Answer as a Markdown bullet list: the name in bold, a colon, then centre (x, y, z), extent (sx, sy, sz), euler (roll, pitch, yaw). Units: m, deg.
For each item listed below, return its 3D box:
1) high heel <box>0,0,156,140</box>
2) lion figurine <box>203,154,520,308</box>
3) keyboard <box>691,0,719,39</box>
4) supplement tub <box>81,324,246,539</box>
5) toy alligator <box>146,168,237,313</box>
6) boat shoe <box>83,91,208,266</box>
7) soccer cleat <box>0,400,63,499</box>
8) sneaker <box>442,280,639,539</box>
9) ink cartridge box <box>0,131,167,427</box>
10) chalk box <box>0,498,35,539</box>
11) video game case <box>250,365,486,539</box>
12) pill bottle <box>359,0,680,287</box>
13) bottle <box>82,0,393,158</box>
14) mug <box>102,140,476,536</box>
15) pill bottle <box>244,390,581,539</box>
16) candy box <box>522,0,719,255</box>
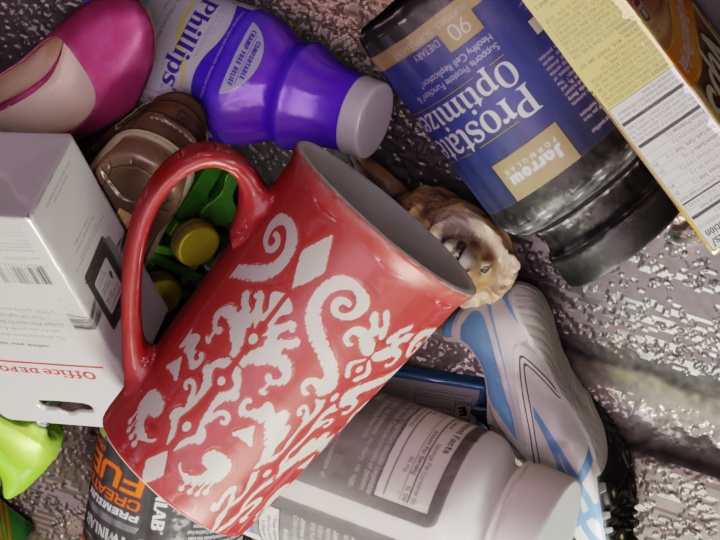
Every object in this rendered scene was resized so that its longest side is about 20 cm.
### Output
- **high heel**: centre (-0.197, -0.098, 1.502), extent (0.200, 0.096, 0.068), euler (-28, 91, 49)
- **lion figurine**: centre (0.000, 0.000, 1.585), extent (0.123, 0.073, 0.200), euler (48, 130, -11)
- **keyboard**: centre (0.254, -0.109, 1.533), extent (0.127, 0.021, 0.200), euler (-36, 99, 24)
- **supplement tub**: centre (-0.121, 0.144, 1.629), extent (0.106, 0.107, 0.201), euler (12, 108, 6)
- **toy alligator**: centre (-0.102, -0.033, 1.605), extent (0.054, 0.059, 0.200), euler (24, 108, -45)
- **boat shoe**: centre (-0.144, -0.045, 1.548), extent (0.075, 0.075, 0.202), euler (34, 146, -15)
- **soccer cleat**: centre (-0.288, 0.076, 1.662), extent (0.200, 0.068, 0.081), euler (34, 115, -3)
- **sneaker**: centre (0.117, 0.102, 1.597), extent (0.072, 0.072, 0.201), euler (-21, 101, 27)
- **ink cartridge box**: centre (-0.194, 0.007, 1.519), extent (0.115, 0.067, 0.200), euler (3, 142, 24)
- **chalk box**: centre (-0.313, 0.207, 1.633), extent (0.124, 0.200, 0.125), euler (39, 109, -3)
- **video game case**: centre (0.002, 0.155, 1.658), extent (0.142, 0.018, 0.201), euler (9, 108, 7)
- **pill bottle**: centre (0.100, -0.094, 1.515), extent (0.112, 0.112, 0.200), euler (-36, 97, 18)
- **bottle**: centre (-0.078, -0.118, 1.533), extent (0.199, 0.065, 0.084), euler (20, 76, 22)
- **mug**: centre (-0.062, 0.030, 1.474), extent (0.177, 0.133, 0.200), euler (41, 100, 11)
- **pill bottle**: centre (0.026, 0.138, 1.560), extent (0.199, 0.114, 0.114), euler (20, 110, 17)
- **candy box**: centre (0.173, -0.117, 1.476), extent (0.055, 0.115, 0.200), euler (-35, 98, 25)
